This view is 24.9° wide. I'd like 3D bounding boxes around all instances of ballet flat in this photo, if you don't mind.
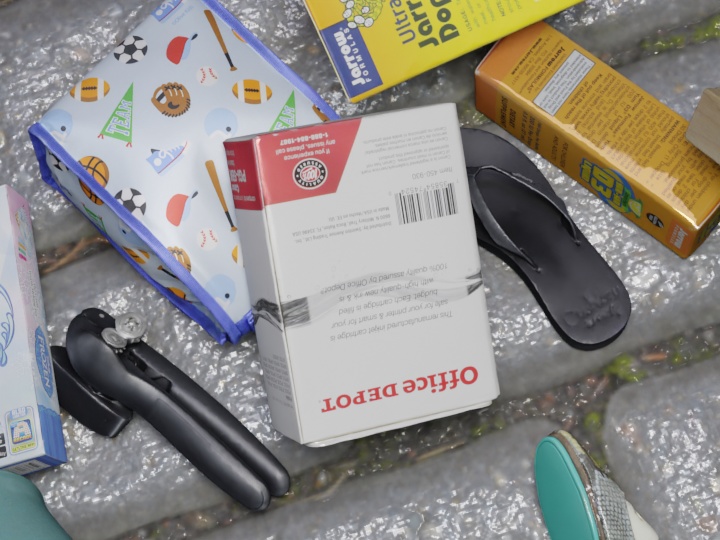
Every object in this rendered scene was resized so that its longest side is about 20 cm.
[{"bbox_3d":[0.169,0.202,1.075,0.071,0.072,0.202,-13,70,-1],"label":"ballet flat"}]

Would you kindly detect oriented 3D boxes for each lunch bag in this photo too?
[{"bbox_3d":[-0.104,-0.069,1.149,0.200,0.124,0.170,41,75,9],"label":"lunch bag"}]

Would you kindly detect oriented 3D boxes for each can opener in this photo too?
[{"bbox_3d":[-0.131,0.096,1.137,0.199,0.079,0.063,33,37,11],"label":"can opener"}]

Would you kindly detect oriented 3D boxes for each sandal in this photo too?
[{"bbox_3d":[0.120,-0.033,1.164,0.076,0.043,0.200,-41,73,-10],"label":"sandal"}]

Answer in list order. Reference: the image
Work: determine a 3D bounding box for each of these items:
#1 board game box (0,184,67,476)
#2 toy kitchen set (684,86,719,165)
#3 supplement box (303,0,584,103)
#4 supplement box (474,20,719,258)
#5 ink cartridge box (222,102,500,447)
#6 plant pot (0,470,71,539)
[{"bbox_3d":[-0.316,0.064,1.145,0.198,0.043,0.201,-16,71,10],"label":"board game box"},{"bbox_3d":[0.307,0.005,1.102,0.162,0.202,0.180,-7,39,-40],"label":"toy kitchen set"},{"bbox_3d":[0.061,-0.218,1.158,0.198,0.109,0.110,-23,109,8],"label":"supplement box"},{"bbox_3d":[0.177,-0.098,1.172,0.199,0.067,0.069,35,76,15],"label":"supplement box"},{"bbox_3d":[0.000,0.000,1.082,0.145,0.083,0.203,-11,97,-19],"label":"ink cartridge box"},{"bbox_3d":[-0.238,0.238,1.018,0.198,0.201,0.189,-26,55,-5],"label":"plant pot"}]
